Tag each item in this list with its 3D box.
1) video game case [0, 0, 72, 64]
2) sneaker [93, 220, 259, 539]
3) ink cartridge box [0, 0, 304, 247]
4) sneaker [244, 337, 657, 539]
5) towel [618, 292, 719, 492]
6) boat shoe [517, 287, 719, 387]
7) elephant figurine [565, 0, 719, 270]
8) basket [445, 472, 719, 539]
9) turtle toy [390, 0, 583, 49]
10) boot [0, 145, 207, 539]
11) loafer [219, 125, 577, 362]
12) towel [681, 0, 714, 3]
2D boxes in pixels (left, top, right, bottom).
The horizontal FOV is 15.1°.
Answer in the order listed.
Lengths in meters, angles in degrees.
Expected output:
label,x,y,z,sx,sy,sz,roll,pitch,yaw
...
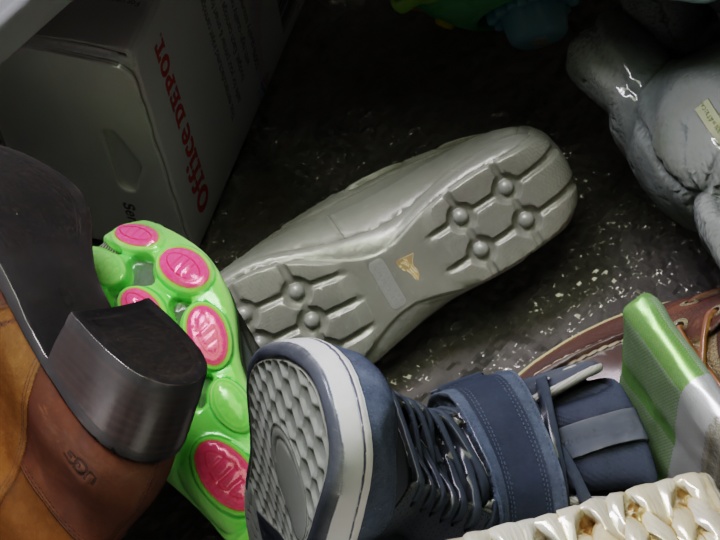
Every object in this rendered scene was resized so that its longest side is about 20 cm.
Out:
label,x,y,z,sx,sy,sz,roll,pitch,yaw
video game case,-0.157,-0.175,1.097,0.023,0.200,0.183,1,68,-37
sneaker,-0.054,0.068,1.094,0.077,0.084,0.200,-34,72,-7
ink cartridge box,-0.090,-0.130,1.215,0.083,0.145,0.201,10,57,17
sneaker,0.036,0.061,0.945,0.145,0.202,0.077,-13,72,-9
towel,0.154,0.117,0.976,0.031,0.150,0.200,-25,62,-14
boat shoe,0.151,0.035,1.091,0.199,0.072,0.073,-13,72,-4
elephant figurine,0.192,-0.065,1.130,0.141,0.200,0.156,35,98,41
basket,0.076,0.206,0.914,0.160,0.199,0.201,-18,53,-8
turtle toy,0.083,-0.176,1.244,0.145,0.101,0.200,26,59,41
boot,-0.150,0.068,1.078,0.188,0.201,0.068,42,32,28
loafer,0.000,0.000,1.163,0.199,0.070,0.070,-26,15,-1
towel,0.073,-0.204,1.058,0.199,0.048,0.172,23,56,-2
